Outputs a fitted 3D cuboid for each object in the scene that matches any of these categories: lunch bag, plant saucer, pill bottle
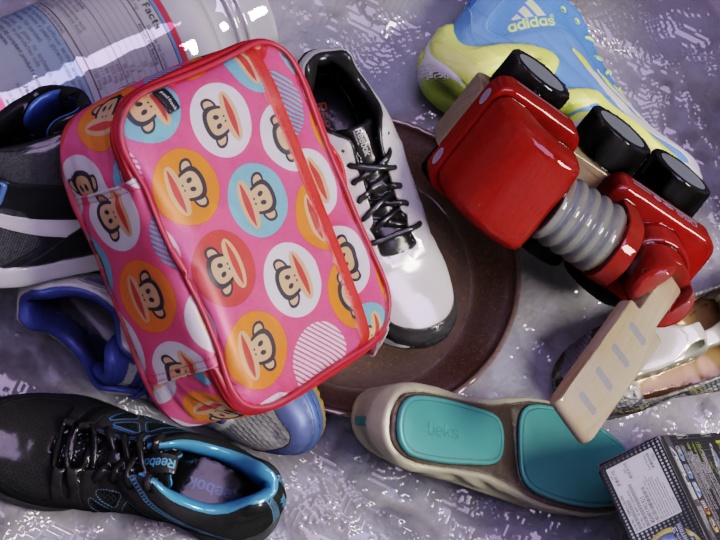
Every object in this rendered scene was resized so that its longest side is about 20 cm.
[{"bbox_3d":[-0.067,-0.025,1.391,0.176,0.082,0.200,-30,101,-44],"label":"lunch bag"},{"bbox_3d":[0.000,0.000,1.524,0.200,0.037,0.201,4,72,-11],"label":"plant saucer"},{"bbox_3d":[-0.156,-0.125,1.494,0.200,0.109,0.109,-26,79,-19],"label":"pill bottle"}]

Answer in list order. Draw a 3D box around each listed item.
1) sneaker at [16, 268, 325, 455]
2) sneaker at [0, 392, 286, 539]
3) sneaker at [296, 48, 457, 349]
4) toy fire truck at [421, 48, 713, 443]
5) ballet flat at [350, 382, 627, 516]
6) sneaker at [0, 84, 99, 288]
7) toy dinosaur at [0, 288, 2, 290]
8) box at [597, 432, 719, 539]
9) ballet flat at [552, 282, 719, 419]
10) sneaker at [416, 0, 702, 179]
[{"bbox_3d":[-0.117,0.058,1.445,0.200,0.075,0.088,32,33,9],"label":"sneaker"},{"bbox_3d":[-0.139,0.109,1.434,0.200,0.082,0.073,12,73,-6],"label":"sneaker"},{"bbox_3d":[0.001,-0.045,1.479,0.074,0.080,0.200,-25,80,-20],"label":"sneaker"},{"bbox_3d":[0.123,-0.011,1.439,0.176,0.200,0.129,33,108,-18],"label":"toy fire truck"},{"bbox_3d":[0.079,0.108,1.484,0.200,0.069,0.070,19,67,-32],"label":"ballet flat"},{"bbox_3d":[-0.140,-0.060,1.420,0.200,0.112,0.073,-15,41,-28],"label":"sneaker"},{"bbox_3d":[-0.286,0.071,1.434,0.200,0.058,0.101,-25,52,-3],"label":"toy dinosaur"},{"bbox_3d":[0.221,0.195,1.444,0.044,0.160,0.200,-28,78,18],"label":"box"},{"bbox_3d":[0.219,0.044,1.539,0.200,0.072,0.072,-19,77,-17],"label":"ballet flat"},{"bbox_3d":[0.142,-0.123,1.574,0.200,0.076,0.105,26,68,-1],"label":"sneaker"}]
